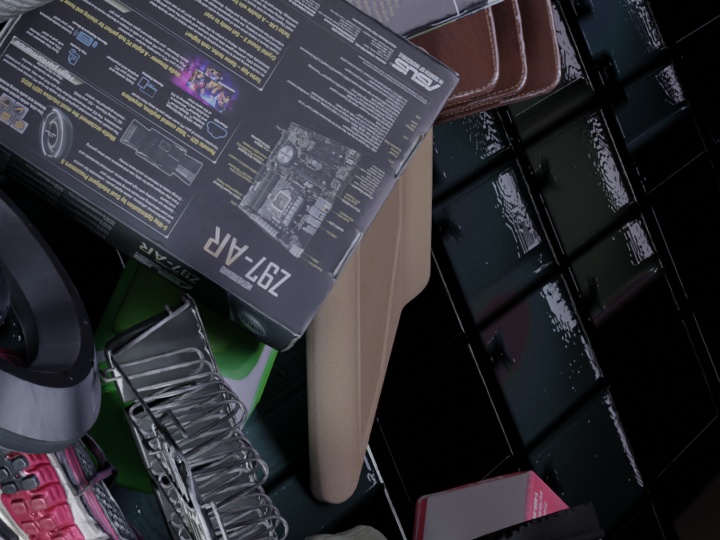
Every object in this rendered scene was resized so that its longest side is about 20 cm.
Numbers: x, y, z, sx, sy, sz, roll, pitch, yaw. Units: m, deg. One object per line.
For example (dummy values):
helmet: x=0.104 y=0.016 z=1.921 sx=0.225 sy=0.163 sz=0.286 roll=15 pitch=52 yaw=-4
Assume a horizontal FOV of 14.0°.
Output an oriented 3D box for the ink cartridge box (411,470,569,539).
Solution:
ink cartridge box: x=0.111 y=0.231 z=1.689 sx=0.200 sy=0.085 sz=0.146 roll=47 pitch=38 yaw=-39

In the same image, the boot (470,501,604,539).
boot: x=0.094 y=0.211 z=1.516 sx=0.211 sy=0.079 sz=0.158 roll=-10 pitch=78 yaw=-55

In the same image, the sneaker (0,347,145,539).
sneaker: x=-0.128 y=0.123 z=1.335 sx=0.200 sy=0.081 sz=0.075 roll=60 pitch=27 yaw=-18

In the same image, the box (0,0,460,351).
box: x=-0.076 y=-0.080 z=1.413 sx=0.200 sy=0.044 sz=0.160 roll=32 pitch=72 yaw=-5

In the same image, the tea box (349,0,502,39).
tea box: x=-0.040 y=-0.204 z=1.557 sx=0.197 sy=0.134 sz=0.200 roll=-24 pitch=96 yaw=-34

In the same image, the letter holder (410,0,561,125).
letter holder: x=0.041 y=-0.193 z=1.727 sx=0.101 sy=0.142 sz=0.200 roll=136 pitch=-62 yaw=-82

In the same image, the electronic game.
electronic game: x=-0.189 y=0.000 z=1.285 sx=0.200 sy=0.042 sz=0.200 roll=42 pitch=18 yaw=-17

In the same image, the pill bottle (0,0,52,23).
pill bottle: x=-0.158 y=-0.176 z=1.333 sx=0.113 sy=0.200 sz=0.113 roll=38 pitch=42 yaw=-46

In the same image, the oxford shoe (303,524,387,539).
oxford shoe: x=-0.014 y=0.174 z=1.539 sx=0.200 sy=0.058 sz=0.075 roll=28 pitch=42 yaw=-71

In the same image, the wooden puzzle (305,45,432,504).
wooden puzzle: x=0.000 y=0.000 z=1.619 sx=0.200 sy=0.037 sz=0.185 roll=-67 pitch=162 yaw=-49

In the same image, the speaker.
speaker: x=-0.082 y=0.020 z=1.471 sx=0.088 sy=0.088 sz=0.200 roll=55 pitch=32 yaw=-27

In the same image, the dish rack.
dish rack: x=-0.061 y=0.107 z=1.278 sx=0.200 sy=0.055 sz=0.153 roll=-135 pitch=-155 yaw=-72
